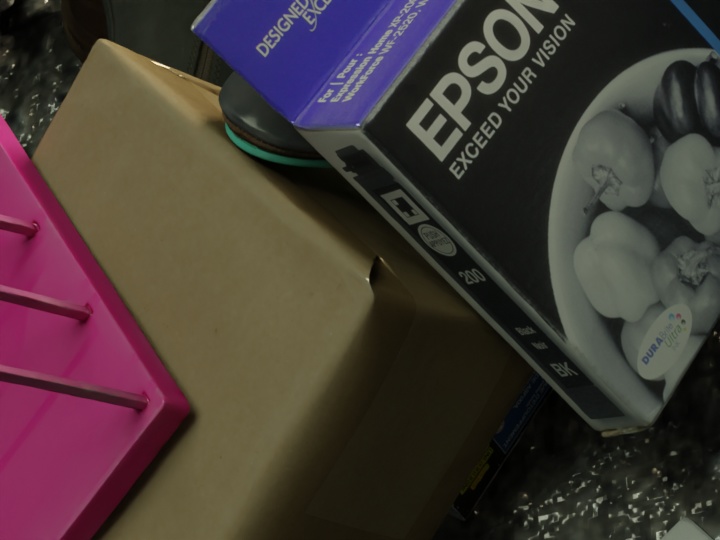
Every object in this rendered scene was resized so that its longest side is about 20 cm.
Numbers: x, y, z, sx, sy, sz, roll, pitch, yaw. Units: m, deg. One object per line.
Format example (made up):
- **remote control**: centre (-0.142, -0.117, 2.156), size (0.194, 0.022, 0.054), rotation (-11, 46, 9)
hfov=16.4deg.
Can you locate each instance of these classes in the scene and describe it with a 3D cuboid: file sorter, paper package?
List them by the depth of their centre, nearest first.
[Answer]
- **file sorter**: centre (-0.183, 0.022, 0.866), size (0.139, 0.125, 0.200), rotation (-52, 50, 18)
- **paper package**: centre (-0.063, 0.050, 0.906), size (0.191, 0.103, 0.200), rotation (41, 106, 39)

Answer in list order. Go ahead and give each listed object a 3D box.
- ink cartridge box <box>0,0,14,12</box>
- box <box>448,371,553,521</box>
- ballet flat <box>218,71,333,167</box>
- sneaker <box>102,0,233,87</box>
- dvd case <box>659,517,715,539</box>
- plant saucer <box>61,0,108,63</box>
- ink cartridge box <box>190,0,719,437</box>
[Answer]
- **ink cartridge box**: centre (-0.282, -0.173, 1.177), size (0.162, 0.200, 0.057), rotation (-27, 32, 13)
- **box**: centre (0.000, 0.000, 0.990), size (0.200, 0.040, 0.137), rotation (25, 73, 41)
- **ballet flat**: centre (0.035, -0.083, 0.904), size (0.073, 0.200, 0.073), rotation (10, 103, 47)
- **sneaker**: centre (-0.010, -0.107, 1.015), size (0.199, 0.107, 0.075), rotation (0, 8, -11)
- **dvd case**: centre (0.085, 0.195, 0.813), size (0.200, 0.025, 0.150), rotation (-45, 48, -3)
- **plant saucer**: centre (-0.052, -0.163, 1.119), size (0.200, 0.029, 0.200), rotation (-21, 39, 18)
- **ink cartridge box**: centre (0.072, -0.082, 0.856), size (0.198, 0.200, 0.043), rotation (-54, 17, -27)
